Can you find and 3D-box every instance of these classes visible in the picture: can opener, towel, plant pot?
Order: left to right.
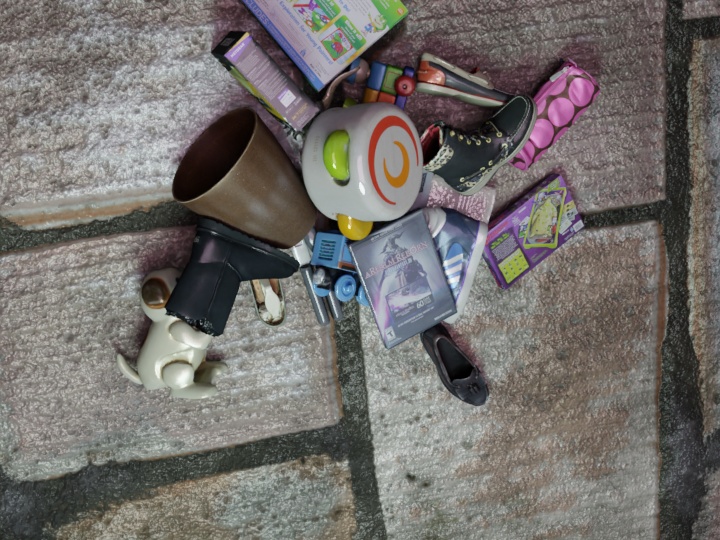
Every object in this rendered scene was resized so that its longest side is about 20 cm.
[{"bbox_3d":[-0.169,-0.127,1.533,0.187,0.187,0.200,-47,123,1],"label":"plant pot"},{"bbox_3d":[-0.077,0.004,1.637,0.053,0.067,0.201,-20,107,-8],"label":"can opener"},{"bbox_3d":[0.157,-0.067,1.697,0.132,0.034,0.201,11,101,-18],"label":"towel"}]

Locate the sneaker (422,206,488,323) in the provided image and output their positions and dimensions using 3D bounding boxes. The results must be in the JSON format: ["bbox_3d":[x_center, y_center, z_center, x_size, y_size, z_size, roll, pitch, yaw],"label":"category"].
[{"bbox_3d":[0.127,-0.016,1.652,0.146,0.081,0.201,15,111,-5],"label":"sneaker"}]

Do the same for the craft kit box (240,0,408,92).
[{"bbox_3d":[-0.060,-0.427,1.518,0.197,0.049,0.200,-40,97,1],"label":"craft kit box"}]

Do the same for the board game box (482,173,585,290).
[{"bbox_3d":[0.308,-0.071,1.721,0.200,0.032,0.120,-37,120,-11],"label":"board game box"}]

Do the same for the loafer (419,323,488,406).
[{"bbox_3d":[0.178,0.184,1.753,0.072,0.063,0.200,-37,110,-2],"label":"loafer"}]

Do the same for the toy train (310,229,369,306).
[{"bbox_3d":[0.000,0.000,1.616,0.199,0.086,0.115,13,89,-45],"label":"toy train"}]

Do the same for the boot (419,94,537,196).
[{"bbox_3d":[0.191,-0.223,1.572,0.153,0.074,0.204,18,119,-47],"label":"boot"}]

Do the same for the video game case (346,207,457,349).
[{"bbox_3d":[0.072,0.014,1.582,0.142,0.019,0.201,-27,112,-15],"label":"video game case"}]

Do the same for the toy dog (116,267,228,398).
[{"bbox_3d":[-0.310,0.093,1.580,0.193,0.140,0.201,1,106,12],"label":"toy dog"}]

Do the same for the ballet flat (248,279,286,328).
[{"bbox_3d":[-0.164,0.005,1.617,0.067,0.064,0.201,-16,108,-10],"label":"ballet flat"}]

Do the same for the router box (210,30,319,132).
[{"bbox_3d":[-0.151,-0.296,1.467,0.052,0.200,0.157,-45,110,0],"label":"router box"}]

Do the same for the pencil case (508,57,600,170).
[{"bbox_3d":[0.323,-0.274,1.658,0.200,0.091,0.094,-49,145,0],"label":"pencil case"}]

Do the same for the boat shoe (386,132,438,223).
[{"bbox_3d":[0.075,-0.143,1.637,0.072,0.066,0.201,-11,123,-43],"label":"boat shoe"}]

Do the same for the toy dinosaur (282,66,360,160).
[{"bbox_3d":[-0.073,-0.249,1.548,0.047,0.088,0.201,38,116,18],"label":"toy dinosaur"}]

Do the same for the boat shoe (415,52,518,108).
[{"bbox_3d":[0.188,-0.320,1.620,0.199,0.071,0.063,10,90,-20],"label":"boat shoe"}]

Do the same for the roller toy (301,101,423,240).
[{"bbox_3d":[0.001,-0.168,1.499,0.183,0.139,0.200,-58,133,-33],"label":"roller toy"}]

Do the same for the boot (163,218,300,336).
[{"bbox_3d":[-0.205,0.027,1.515,0.200,0.076,0.169,24,81,-36],"label":"boot"}]

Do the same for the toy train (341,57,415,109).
[{"bbox_3d":[0.016,-0.255,1.594,0.115,0.085,0.201,16,108,-2],"label":"toy train"}]
